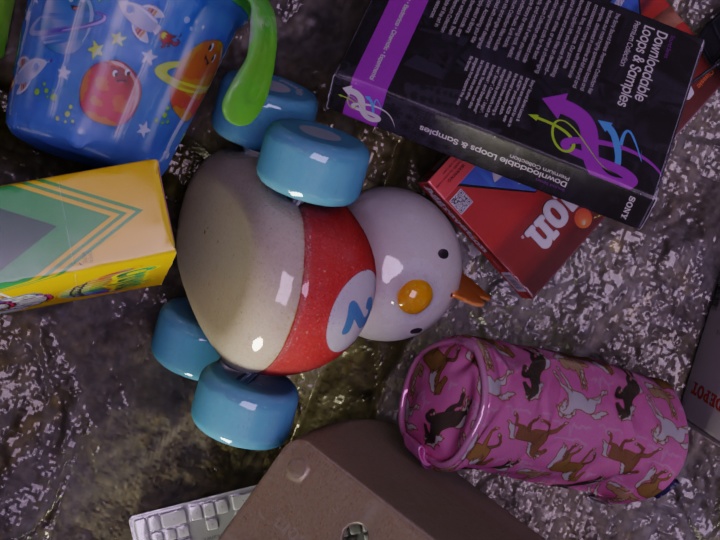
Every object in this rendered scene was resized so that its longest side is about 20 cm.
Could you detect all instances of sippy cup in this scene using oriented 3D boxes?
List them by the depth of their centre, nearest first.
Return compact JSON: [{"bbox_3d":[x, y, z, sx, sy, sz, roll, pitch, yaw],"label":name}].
[{"bbox_3d":[-0.140,-0.125,1.163,0.139,0.178,0.131,21,86,-25],"label":"sippy cup"}]

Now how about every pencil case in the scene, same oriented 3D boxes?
[{"bbox_3d":[0.114,0.094,1.252,0.199,0.083,0.087,16,64,-39],"label":"pencil case"}]

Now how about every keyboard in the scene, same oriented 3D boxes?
[{"bbox_3d":[-0.047,0.162,1.305,0.199,0.011,0.057,-13,102,-9],"label":"keyboard"}]

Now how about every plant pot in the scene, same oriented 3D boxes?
[{"bbox_3d":[0.000,0.203,1.183,0.200,0.177,0.200,35,88,26],"label":"plant pot"}]

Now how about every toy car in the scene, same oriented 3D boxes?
[{"bbox_3d":[0.000,0.000,1.215,0.199,0.177,0.185,8,109,-25],"label":"toy car"}]

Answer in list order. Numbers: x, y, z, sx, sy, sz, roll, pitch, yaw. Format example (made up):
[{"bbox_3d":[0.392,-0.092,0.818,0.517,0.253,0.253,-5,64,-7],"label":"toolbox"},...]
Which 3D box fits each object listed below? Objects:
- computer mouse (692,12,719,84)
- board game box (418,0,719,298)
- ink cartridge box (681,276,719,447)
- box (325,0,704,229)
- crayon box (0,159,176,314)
[{"bbox_3d":[0.219,-0.121,1.273,0.200,0.034,0.059,-38,77,-18],"label":"computer mouse"},{"bbox_3d":[0.136,-0.089,1.270,0.103,0.019,0.200,46,75,-16],"label":"board game box"},{"bbox_3d":[0.288,0.024,1.277,0.084,0.146,0.201,14,98,-14],"label":"ink cartridge box"},{"bbox_3d":[0.095,-0.117,1.203,0.199,0.036,0.143,21,51,4],"label":"box"},{"bbox_3d":[-0.197,-0.009,1.147,0.171,0.200,0.059,-10,87,-9],"label":"crayon box"}]
